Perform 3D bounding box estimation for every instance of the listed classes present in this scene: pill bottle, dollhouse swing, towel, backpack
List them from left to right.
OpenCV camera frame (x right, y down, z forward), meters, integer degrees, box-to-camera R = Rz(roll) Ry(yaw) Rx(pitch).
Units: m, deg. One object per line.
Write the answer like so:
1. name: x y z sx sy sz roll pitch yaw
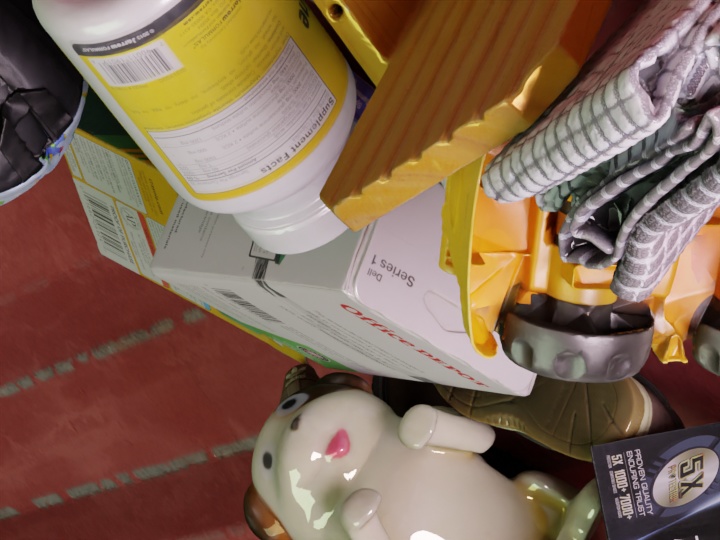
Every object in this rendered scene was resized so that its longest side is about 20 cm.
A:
1. backpack: -0.241 -0.125 1.537 0.200 0.163 0.154 39 162 3
2. pill bottle: -0.071 -0.100 1.407 0.112 0.112 0.200 20 156 44
3. dollhouse swing: 0.024 -0.152 1.228 0.182 0.176 0.200 53 138 -7
4. towel: 0.161 -0.088 1.136 0.086 0.200 0.166 46 155 -3

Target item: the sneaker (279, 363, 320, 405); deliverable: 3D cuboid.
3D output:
1. sneaker: 0.014 0.121 1.788 0.200 0.070 0.076 43 -151 -52

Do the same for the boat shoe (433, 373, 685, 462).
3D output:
1. boat shoe: 0.109 0.068 1.576 0.066 0.072 0.201 29 179 -34

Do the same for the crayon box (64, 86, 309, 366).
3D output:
1. crayon box: -0.100 -0.033 1.779 0.199 0.052 0.126 28 148 37

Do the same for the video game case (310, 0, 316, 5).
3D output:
1. video game case: 0.015 -0.190 1.352 0.200 0.024 0.182 38 137 8

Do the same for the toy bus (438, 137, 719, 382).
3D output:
1. toy bus: 0.131 -0.035 1.321 0.192 0.199 0.137 -125 39 -72

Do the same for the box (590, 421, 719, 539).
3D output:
1. box: 0.186 0.203 1.504 0.200 0.086 0.165 74 -174 -55

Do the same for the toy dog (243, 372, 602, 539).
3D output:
1. toy dog: 0.032 0.137 1.636 0.199 0.140 0.194 30 175 6

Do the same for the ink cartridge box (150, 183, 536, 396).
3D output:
1. ink cartridge box: 0.000 0.000 1.577 0.146 0.085 0.200 30 166 -34

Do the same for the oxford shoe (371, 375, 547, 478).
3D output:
1. oxford shoe: 0.079 0.131 1.731 0.084 0.073 0.201 -28 98 36

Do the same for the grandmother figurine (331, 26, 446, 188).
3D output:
1. grandmother figurine: 0.022 -0.127 1.458 0.201 0.060 0.121 60 160 -17

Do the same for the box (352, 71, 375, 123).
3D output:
1. box: -0.050 -0.099 1.581 0.199 0.042 0.119 12 161 47
